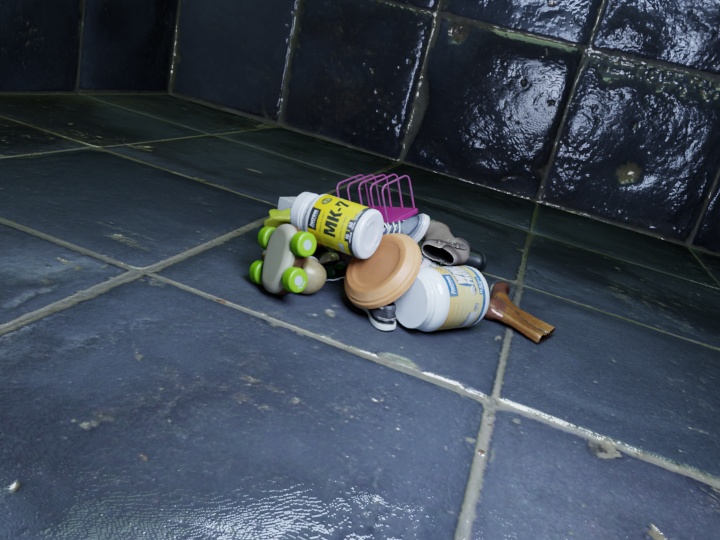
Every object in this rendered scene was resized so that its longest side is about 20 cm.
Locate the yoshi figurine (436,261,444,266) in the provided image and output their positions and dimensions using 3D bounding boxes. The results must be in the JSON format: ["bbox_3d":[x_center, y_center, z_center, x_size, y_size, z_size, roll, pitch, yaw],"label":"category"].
[{"bbox_3d":[0.196,0.006,1.671,0.197,0.114,0.112,8,4,-10],"label":"yoshi figurine"}]

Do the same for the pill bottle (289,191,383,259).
[{"bbox_3d":[-0.057,-0.108,1.410,0.198,0.116,0.114,20,20,28],"label":"pill bottle"}]

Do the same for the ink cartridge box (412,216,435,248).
[{"bbox_3d":[0.105,-0.100,1.796,0.146,0.084,0.199,-26,26,-32],"label":"ink cartridge box"}]

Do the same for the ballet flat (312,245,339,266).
[{"bbox_3d":[-0.099,-0.040,1.574,0.066,0.058,0.200,-6,6,-16],"label":"ballet flat"}]

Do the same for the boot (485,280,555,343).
[{"bbox_3d":[0.412,0.102,1.595,0.199,0.069,0.188,26,22,27],"label":"boot"}]

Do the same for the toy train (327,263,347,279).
[{"bbox_3d":[0.000,0.000,1.637,0.198,0.042,0.056,-2,15,-39],"label":"toy train"}]

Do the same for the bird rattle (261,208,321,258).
[{"bbox_3d":[-0.169,-0.071,1.567,0.199,0.164,0.113,24,-19,43],"label":"bird rattle"}]

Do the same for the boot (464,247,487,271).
[{"bbox_3d":[0.259,-0.039,1.855,0.199,0.077,0.167,21,16,39],"label":"boot"}]

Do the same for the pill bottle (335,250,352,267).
[{"bbox_3d":[0.004,-0.053,1.556,0.113,0.115,0.200,-5,44,-42],"label":"pill bottle"}]

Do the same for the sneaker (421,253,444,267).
[{"bbox_3d":[0.137,-0.009,1.569,0.198,0.089,0.082,17,60,24],"label":"sneaker"}]

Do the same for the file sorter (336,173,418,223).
[{"bbox_3d":[0.044,-0.212,1.821,0.199,0.127,0.138,9,28,43],"label":"file sorter"}]

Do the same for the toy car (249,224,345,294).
[{"bbox_3d":[-0.127,-0.010,1.437,0.199,0.160,0.163,17,-5,-43],"label":"toy car"}]

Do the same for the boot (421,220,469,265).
[{"bbox_3d":[0.192,-0.072,1.595,0.198,0.071,0.146,21,24,23],"label":"boot"}]

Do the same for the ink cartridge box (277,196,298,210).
[{"bbox_3d":[-0.123,-0.155,1.762,0.146,0.084,0.199,25,22,36],"label":"ink cartridge box"}]

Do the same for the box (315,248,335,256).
[{"bbox_3d":[-0.120,-0.082,1.761,0.198,0.050,0.161,1,20,-33],"label":"box"}]

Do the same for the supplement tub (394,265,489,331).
[{"bbox_3d":[0.186,0.064,1.426,0.198,0.146,0.144,-2,25,-38],"label":"supplement tub"}]

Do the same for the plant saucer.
[{"bbox_3d":[0.043,-0.008,1.397,0.037,0.200,0.200,46,-6,-41],"label":"plant saucer"}]

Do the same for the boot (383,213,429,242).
[{"bbox_3d":[0.088,-0.098,1.602,0.090,0.200,0.073,22,54,-25],"label":"boot"}]

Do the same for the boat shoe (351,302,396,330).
[{"bbox_3d":[0.029,0.069,1.432,0.073,0.061,0.200,1,22,-20],"label":"boat shoe"}]
